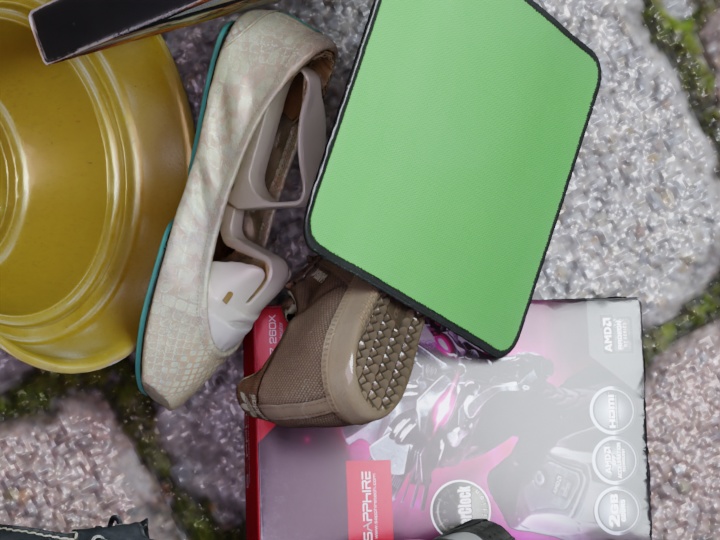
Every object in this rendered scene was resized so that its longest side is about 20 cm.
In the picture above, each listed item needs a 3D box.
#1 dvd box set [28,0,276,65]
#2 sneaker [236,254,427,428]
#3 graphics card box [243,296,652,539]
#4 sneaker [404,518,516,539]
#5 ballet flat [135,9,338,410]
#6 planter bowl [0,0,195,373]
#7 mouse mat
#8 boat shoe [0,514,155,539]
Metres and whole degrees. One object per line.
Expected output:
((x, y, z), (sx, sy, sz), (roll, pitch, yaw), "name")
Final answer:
((-0.035, -0.144, 1.237), (0.199, 0.146, 0.030), (-20, 94, -38), "dvd box set")
((0.000, 0.000, 1.276), (0.075, 0.200, 0.071), (-9, 120, 29), "sneaker")
((0.042, 0.079, 1.325), (0.199, 0.051, 0.126), (0, 81, -7), "graphics card box")
((0.030, 0.203, 1.289), (0.079, 0.095, 0.201), (30, 121, 19), "sneaker")
((-0.057, -0.024, 1.271), (0.062, 0.067, 0.201), (17, 98, 25), "ballet flat")
((-0.171, -0.048, 1.273), (0.083, 0.200, 0.202), (-7, 91, 36), "planter bowl")
((0.047, -0.059, 1.240), (0.008, 0.200, 0.162), (12, 79, 36), "mouse mat")
((-0.107, 0.154, 1.306), (0.198, 0.075, 0.066), (12, 50, 17), "boat shoe")
